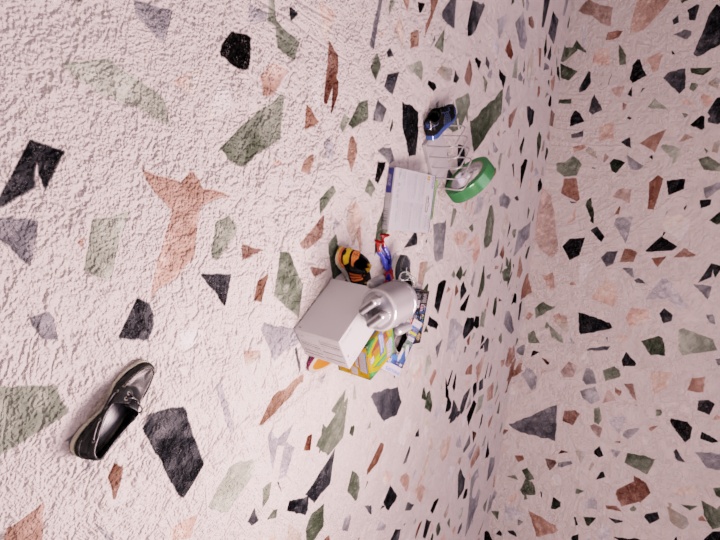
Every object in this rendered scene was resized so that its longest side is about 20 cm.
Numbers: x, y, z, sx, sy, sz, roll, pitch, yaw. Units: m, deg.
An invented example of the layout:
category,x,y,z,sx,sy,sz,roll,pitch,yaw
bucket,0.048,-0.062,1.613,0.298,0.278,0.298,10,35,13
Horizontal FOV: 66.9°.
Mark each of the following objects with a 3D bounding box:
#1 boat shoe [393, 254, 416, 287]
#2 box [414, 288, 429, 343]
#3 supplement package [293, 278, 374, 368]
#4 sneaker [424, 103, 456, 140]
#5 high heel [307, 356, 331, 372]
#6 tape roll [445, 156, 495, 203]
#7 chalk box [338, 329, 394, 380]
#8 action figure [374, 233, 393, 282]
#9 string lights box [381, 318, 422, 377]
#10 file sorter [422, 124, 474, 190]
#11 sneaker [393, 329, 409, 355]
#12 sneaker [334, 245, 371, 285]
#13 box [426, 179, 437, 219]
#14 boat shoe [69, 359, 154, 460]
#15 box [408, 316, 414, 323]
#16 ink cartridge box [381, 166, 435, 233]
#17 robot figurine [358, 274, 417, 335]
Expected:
category,x,y,z,sx,sy,sz,roll,pitch,yaw
boat shoe,0.138,0.040,1.711,0.074,0.061,0.203,32,56,-35
box,0.173,0.168,1.974,0.199,0.049,0.203,2,100,-56
supplement package,-0.055,0.140,1.495,0.201,0.153,0.112,-54,140,-34
sneaker,0.282,-0.543,1.917,0.201,0.069,0.079,-55,146,-34
high heel,-0.092,0.205,1.575,0.200,0.095,0.068,-47,127,-12
tape roll,0.414,-0.345,2.070,0.048,0.199,0.202,44,58,-22
chalk box,0.027,0.217,1.682,0.200,0.122,0.127,-41,133,-45
action figure,0.109,-0.015,1.776,0.065,0.098,0.203,-46,138,-40
string lights box,0.120,0.244,1.847,0.102,0.059,0.203,30,81,-32
file sorter,0.324,-0.410,1.974,0.140,0.123,0.202,-57,142,-32
sneaker,0.140,0.182,1.765,0.074,0.082,0.204,20,87,-33
sneaker,0.000,0.000,1.603,0.200,0.089,0.071,48,59,-52
box,0.209,-0.258,1.920,0.199,0.036,0.148,-1,100,-57
boat shoe,-0.436,0.256,0.997,0.200,0.065,0.075,-54,140,-35
box,0.054,0.104,1.620,0.035,0.197,0.111,-59,144,-28
ink cartridge box,0.159,-0.228,1.797,0.198,0.043,0.201,2,97,-44
robot figurine,0.078,0.090,1.440,0.199,0.112,0.172,-17,78,-53
